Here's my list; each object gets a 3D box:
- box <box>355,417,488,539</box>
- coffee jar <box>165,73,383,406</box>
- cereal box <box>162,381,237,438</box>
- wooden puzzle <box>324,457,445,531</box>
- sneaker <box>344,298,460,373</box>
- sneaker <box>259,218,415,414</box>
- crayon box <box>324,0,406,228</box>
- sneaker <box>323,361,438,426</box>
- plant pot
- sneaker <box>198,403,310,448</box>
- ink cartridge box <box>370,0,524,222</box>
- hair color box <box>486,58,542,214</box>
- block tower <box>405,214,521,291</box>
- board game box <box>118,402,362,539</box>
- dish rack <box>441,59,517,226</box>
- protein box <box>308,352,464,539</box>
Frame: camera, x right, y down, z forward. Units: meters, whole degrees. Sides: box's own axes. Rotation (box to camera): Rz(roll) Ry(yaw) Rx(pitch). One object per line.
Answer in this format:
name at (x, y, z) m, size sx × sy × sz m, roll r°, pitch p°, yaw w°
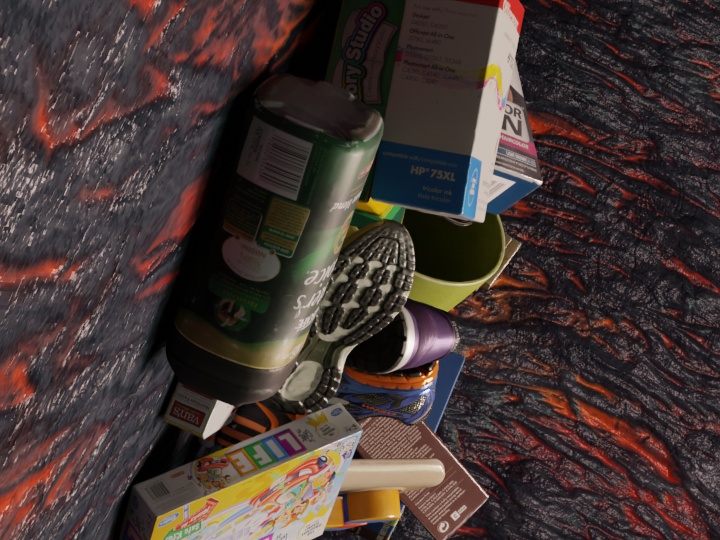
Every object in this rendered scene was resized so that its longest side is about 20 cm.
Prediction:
box at (0.030, 0.164, 1.469) m, size 0.075 × 0.200 × 0.100 m, roll -43°, pitch -155°, yaw -2°
coffee jar at (-0.057, -0.017, 0.948) m, size 0.104 × 0.085 × 0.201 m, roll -59°, pitch 171°, yaw -66°
cereal box at (-0.085, 0.026, 1.142) m, size 0.144 × 0.039 × 0.201 m, roll 9°, pitch 104°, yaw -86°
wooden puzzle at (-0.046, 0.215, 1.365) m, size 0.200 × 0.184 × 0.047 m, roll -32°, pitch -120°, yaw 53°
sneaker at (-0.004, 0.047, 1.227) m, size 0.087 × 0.199 × 0.076 m, roll 1°, pitch 99°, yaw -43°
sneaker at (-0.028, 0.019, 1.140) m, size 0.200 × 0.077 × 0.089 m, roll -52°, pitch -147°, yaw 36°
crayon box at (0.016, -0.139, 1.113) m, size 0.173 × 0.058 × 0.201 m, roll 37°, pitch 65°, yaw -81°
sneaker at (-0.027, 0.097, 1.272) m, size 0.075 × 0.199 × 0.079 m, roll -56°, pitch 143°, yaw -47°
plant pot at (0.000, 0.000, 1.352) m, size 0.200 × 0.187 × 0.187 m, roll -51°, pitch -173°, yaw 38°
sneaker at (-0.078, 0.147, 1.402) m, size 0.200 × 0.111 × 0.078 m, roll -50°, pitch 163°, yaw -77°
ink cartridge box at (0.066, -0.139, 1.037) m, size 0.116 × 0.067 × 0.201 m, roll 0°, pitch 100°, yaw -78°
hair color box at (0.081, -0.155, 1.248) m, size 0.060 × 0.100 × 0.201 m, roll -35°, pitch -127°, yaw 40°
block tower at (0.056, -0.057, 1.438) m, size 0.054 × 0.200 × 0.058 m, roll -53°, pitch 173°, yaw -11°
board game box at (-0.099, 0.190, 1.172) m, size 0.199 × 0.034 × 0.135 m, roll -19°, pitch 143°, yaw -37°
dish rack at (0.062, -0.153, 1.322) m, size 0.055 × 0.153 × 0.201 m, roll -44°, pitch -155°, yaw 47°
protein box at (-0.020, 0.162, 1.648) m, size 0.135 × 0.199 × 0.199 m, roll 106°, pitch 8°, yaw -64°
